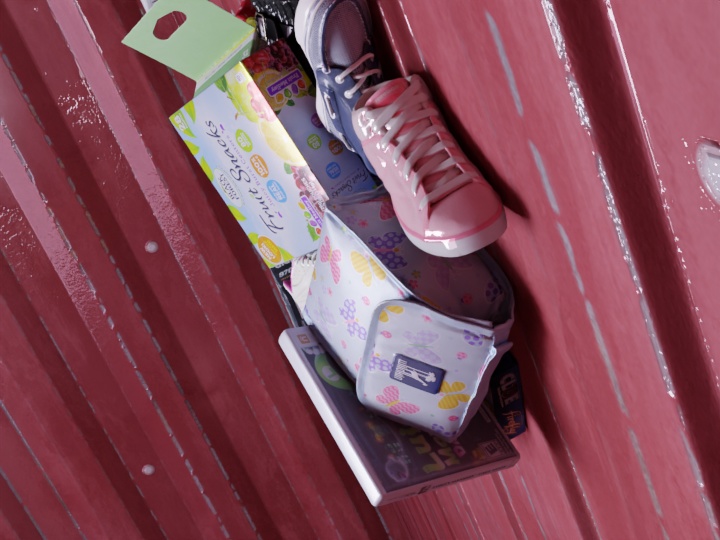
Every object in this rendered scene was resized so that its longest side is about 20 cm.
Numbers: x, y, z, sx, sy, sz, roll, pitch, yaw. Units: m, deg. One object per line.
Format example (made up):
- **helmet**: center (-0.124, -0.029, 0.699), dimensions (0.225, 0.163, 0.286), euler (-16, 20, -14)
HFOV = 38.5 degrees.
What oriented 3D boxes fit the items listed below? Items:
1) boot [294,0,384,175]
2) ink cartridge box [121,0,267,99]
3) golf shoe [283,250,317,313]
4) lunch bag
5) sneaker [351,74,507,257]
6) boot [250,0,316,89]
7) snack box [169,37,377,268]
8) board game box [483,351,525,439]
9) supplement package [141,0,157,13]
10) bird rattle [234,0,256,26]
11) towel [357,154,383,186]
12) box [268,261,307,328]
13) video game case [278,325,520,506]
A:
- **boot**: center (0.001, -0.171, 0.921), dimensions (0.090, 0.073, 0.200), euler (50, 168, 26)
- **ink cartridge box**: center (-0.155, -0.228, 1.163), dimensions (0.146, 0.200, 0.048), euler (-26, 51, 50)
- **golf shoe**: center (-0.039, 0.003, 1.129), dimensions (0.092, 0.075, 0.200), euler (45, 150, 9)
- **lunch bag**: center (0.044, 0.040, 0.945), dimensions (0.200, 0.127, 0.170), euler (49, 145, 26)
- **sneaker**: center (0.045, -0.092, 0.829), dimensions (0.105, 0.075, 0.200), euler (63, 178, -33)
- **boot**: center (-0.091, -0.286, 1.077), dimensions (0.211, 0.079, 0.158), euler (54, 168, 48)
- **snack box**: center (-0.088, -0.115, 1.073), dimensions (0.169, 0.068, 0.200), euler (-19, 106, 53)
- **board game box**: center (0.108, 0.073, 1.105), dimensions (0.200, 0.035, 0.136), euler (57, 170, 38)
- **supplement package**: center (-0.223, -0.428, 1.197), dimensions (0.200, 0.156, 0.111), euler (62, 171, 9)
- **bird rattle**: center (-0.121, -0.256, 1.325), dimensions (0.163, 0.113, 0.200), euler (48, -179, -22)
- **towel**: center (0.031, -0.057, 1.065), dimensions (0.145, 0.024, 0.200), euler (7, 114, 70)
- **box**: center (-0.017, 0.032, 1.331), dimensions (0.046, 0.159, 0.200), euler (59, 172, 39)
- **video game case**: center (0.039, 0.126, 1.015), dimensions (0.200, 0.182, 0.023), euler (57, 135, 30)
